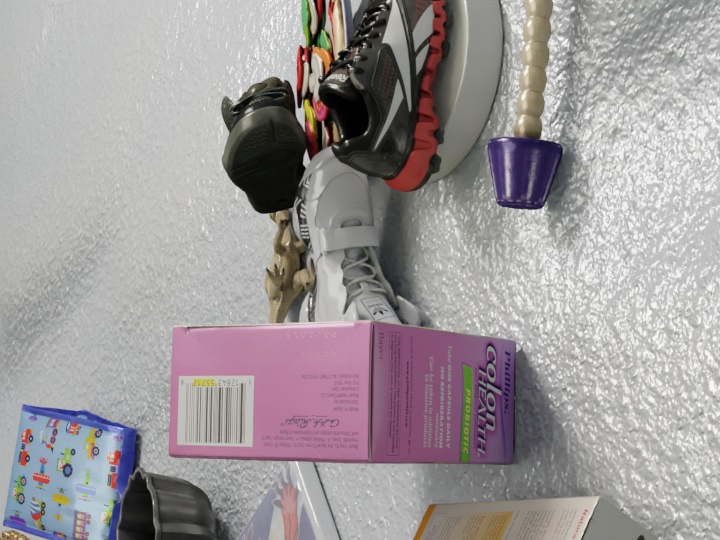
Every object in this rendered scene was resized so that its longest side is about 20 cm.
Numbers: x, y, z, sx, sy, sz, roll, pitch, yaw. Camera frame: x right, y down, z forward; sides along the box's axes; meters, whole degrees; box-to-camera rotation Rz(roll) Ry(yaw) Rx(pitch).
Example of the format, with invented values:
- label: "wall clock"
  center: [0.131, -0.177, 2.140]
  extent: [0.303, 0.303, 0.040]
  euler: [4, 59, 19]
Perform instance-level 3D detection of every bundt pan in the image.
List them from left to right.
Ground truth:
- label: "bundt pan"
  center: [-0.194, 0.302, 1.544]
  extent: [0.202, 0.076, 0.202]
  euler: [-175, 90, -71]

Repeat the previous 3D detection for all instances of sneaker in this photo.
- label: "sneaker"
  center: [-0.091, -0.130, 1.353]
  extent: [0.199, 0.076, 0.114]
  euler: [69, -177, -76]
- label: "sneaker"
  center: [0.000, 0.000, 1.283]
  extent: [0.115, 0.075, 0.200]
  euler: [29, 123, 55]
- label: "sneaker"
  center: [0.017, -0.166, 1.205]
  extent: [0.071, 0.098, 0.201]
  euler: [-7, 77, 60]

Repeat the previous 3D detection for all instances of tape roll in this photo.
- label: "tape roll"
  center: [0.047, -0.173, 1.286]
  extent: [0.203, 0.037, 0.203]
  euler: [-16, 72, 57]

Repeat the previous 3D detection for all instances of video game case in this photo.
- label: "video game case"
  center: [-0.064, 0.300, 1.396]
  extent: [0.182, 0.023, 0.200]
  euler: [-59, 38, 36]

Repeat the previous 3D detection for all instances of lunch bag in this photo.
- label: "lunch bag"
  center: [-0.330, 0.249, 1.809]
  extent: [0.200, 0.094, 0.151]
  euler: [7, 88, 51]

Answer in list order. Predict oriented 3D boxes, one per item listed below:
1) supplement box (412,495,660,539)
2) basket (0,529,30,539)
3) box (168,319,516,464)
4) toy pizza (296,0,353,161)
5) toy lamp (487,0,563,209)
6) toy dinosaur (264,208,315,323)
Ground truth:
- label: "supplement box"
  center: [0.102, 0.226, 1.033]
  extent: [0.200, 0.074, 0.126]
  euler: [-16, 41, 58]
- label: "basket"
  center: [-0.390, 0.435, 1.828]
  extent: [0.149, 0.143, 0.200]
  euler: [-73, -9, -64]
- label: "box"
  center: [-0.010, 0.093, 1.115]
  extent: [0.176, 0.200, 0.097]
  euler: [-3, 83, 34]
- label: "toy pizza"
  center: [-0.036, -0.174, 1.366]
  extent: [0.200, 0.032, 0.200]
  euler: [179, 90, -80]
- label: "toy lamp"
  center: [0.127, -0.145, 1.127]
  extent: [0.058, 0.058, 0.200]
  euler: [-1, 81, 59]
- label: "toy dinosaur"
  center: [-0.072, 0.013, 1.453]
  extent: [0.101, 0.058, 0.200]
  euler: [138, 140, -68]
